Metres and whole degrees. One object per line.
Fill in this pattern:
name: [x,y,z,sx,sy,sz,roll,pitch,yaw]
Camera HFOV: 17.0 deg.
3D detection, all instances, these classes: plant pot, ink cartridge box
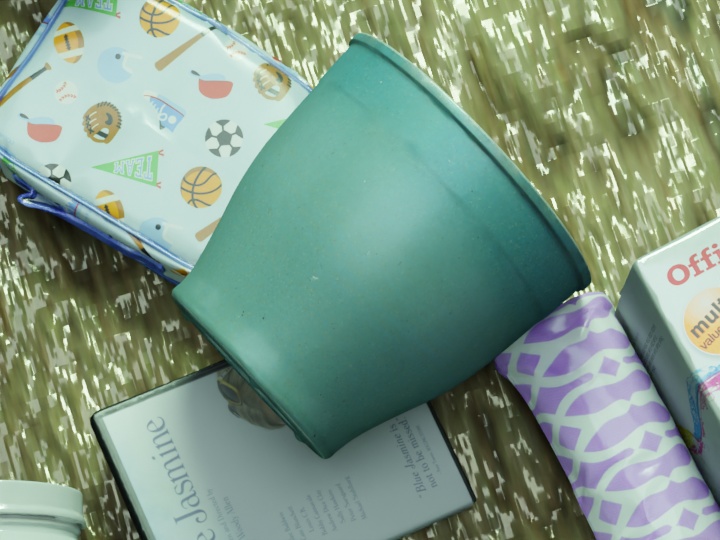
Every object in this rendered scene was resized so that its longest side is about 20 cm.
plant pot: [0.000,0.000,1.404,0.188,0.200,0.200,-44,80,-5]
ink cartridge box: [0.259,0.063,1.424,0.145,0.145,0.201,-27,77,-5]

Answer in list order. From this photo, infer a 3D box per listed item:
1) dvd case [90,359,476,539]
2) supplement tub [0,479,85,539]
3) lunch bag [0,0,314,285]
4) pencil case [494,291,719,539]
dvd case: [-0.046,0.115,1.458,0.199,0.018,0.143,-22,77,-18]
supplement tub: [-0.219,0.230,1.389,0.143,0.145,0.202,-2,76,0]
lunch bag: [-0.131,-0.085,1.502,0.199,0.076,0.161,30,81,7]
pencil case: [0.153,0.113,1.449,0.085,0.084,0.201,-29,75,14]
